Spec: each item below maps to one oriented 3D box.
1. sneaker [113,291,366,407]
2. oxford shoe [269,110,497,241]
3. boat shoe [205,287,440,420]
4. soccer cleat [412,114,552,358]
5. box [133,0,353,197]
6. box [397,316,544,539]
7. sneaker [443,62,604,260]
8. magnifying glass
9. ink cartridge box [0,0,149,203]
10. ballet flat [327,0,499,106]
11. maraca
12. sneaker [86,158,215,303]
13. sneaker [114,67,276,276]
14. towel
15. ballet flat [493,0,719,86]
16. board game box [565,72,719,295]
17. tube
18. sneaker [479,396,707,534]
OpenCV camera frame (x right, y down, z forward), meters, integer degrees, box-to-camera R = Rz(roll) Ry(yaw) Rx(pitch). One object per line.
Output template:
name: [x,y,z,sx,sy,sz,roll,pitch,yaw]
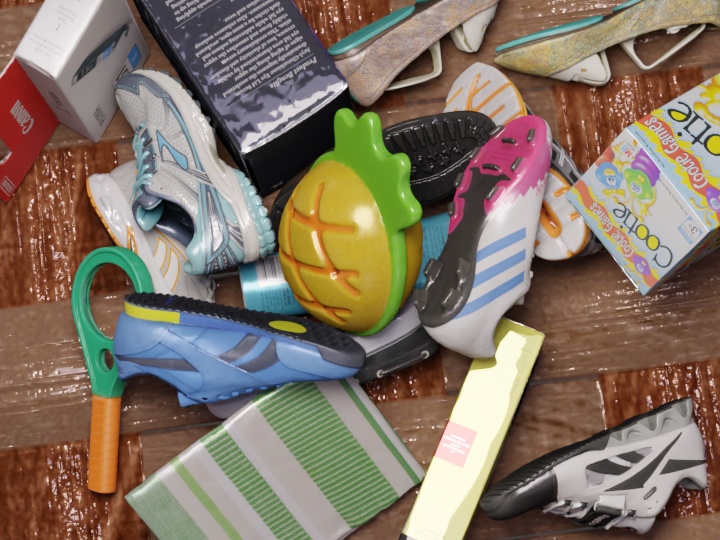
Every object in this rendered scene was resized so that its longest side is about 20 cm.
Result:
sneaker: [-0.095,0.071,1.506,0.199,0.066,0.079,9,100,10]
oxford shoe: [0.018,-0.089,1.589,0.199,0.085,0.073,-20,113,12]
boat shoe: [-0.029,0.080,1.576,0.199,0.069,0.057,-25,119,7]
soccer cleat: [0.107,-0.024,1.525,0.070,0.086,0.201,5,63,48]
box: [-0.098,-0.180,1.588,0.104,0.148,0.200,-33,80,-4]
box: [0.088,0.139,1.552,0.050,0.075,0.201,23,82,8]
sneaker: [0.135,-0.085,1.596,0.078,0.077,0.200,-41,62,26]
magnifying glass: [-0.203,0.080,1.574,0.079,0.022,0.201,11,99,35]
ink cartridge box: [-0.243,-0.140,1.561,0.045,0.200,0.177,29,82,7]
ballet flat: [0.061,-0.202,1.625,0.200,0.068,0.067,-34,107,-14]
maraca: [-0.003,-0.034,1.493,0.107,0.200,0.137,-21,59,-31]
sneaker: [-0.144,-0.013,1.598,0.092,0.076,0.200,-31,80,-7]
sneaker: [-0.152,-0.080,1.555,0.086,0.078,0.200,-28,64,-22]
towel: [-0.064,0.170,1.544,0.200,0.023,0.153,-37,114,-3]
ballet flat: [0.211,-0.191,1.616,0.199,0.071,0.071,-22,78,-1]
board game box: [0.278,-0.084,1.524,0.200,0.103,0.105,-30,77,-34]
tube: [0.000,0.000,1.600,0.199,0.050,0.078,-9,85,-2]
sneaker: [0.191,0.172,1.522,0.199,0.074,0.089,-19,88,-20]
